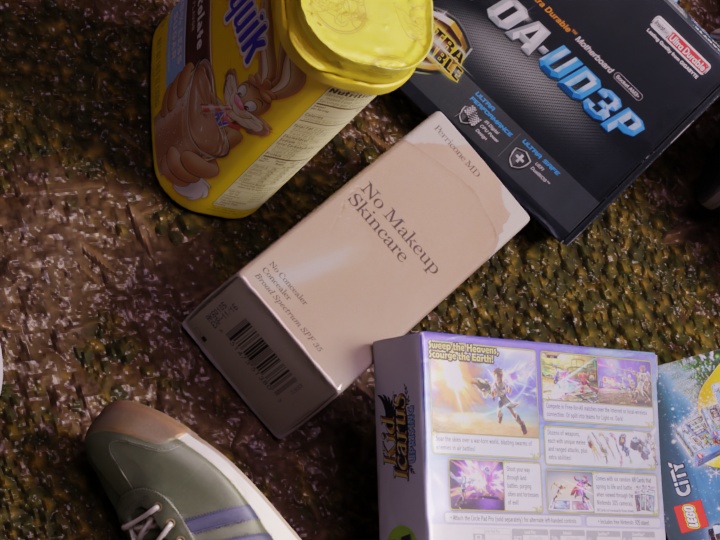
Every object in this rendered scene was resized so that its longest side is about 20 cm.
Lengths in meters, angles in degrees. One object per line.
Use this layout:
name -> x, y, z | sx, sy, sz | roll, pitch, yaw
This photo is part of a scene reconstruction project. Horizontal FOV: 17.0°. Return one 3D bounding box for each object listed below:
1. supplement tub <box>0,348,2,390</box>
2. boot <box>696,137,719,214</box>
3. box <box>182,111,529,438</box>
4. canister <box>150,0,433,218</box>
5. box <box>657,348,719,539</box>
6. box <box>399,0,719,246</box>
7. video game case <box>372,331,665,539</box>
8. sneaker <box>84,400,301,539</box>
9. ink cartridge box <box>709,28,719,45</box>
supplement tub -> -0.287, 0.068, 1.168 | 0.145, 0.145, 0.200 | 49, 51, -1
boot -> 0.327, -0.067, 1.668 | 0.151, 0.073, 0.200 | 43, 44, -3
box -> 0.000, 0.000, 1.425 | 0.095, 0.078, 0.200 | 49, 51, -1
canister -> -0.046, -0.133, 1.388 | 0.086, 0.200, 0.149 | 11, 60, -27
box -> 0.252, 0.143, 1.487 | 0.136, 0.038, 0.200 | -15, 71, 2
box -> 0.115, -0.140, 1.523 | 0.200, 0.159, 0.046 | 44, 14, -5
video game case -> 0.095, 0.133, 1.390 | 0.200, 0.045, 0.182 | 7, 78, -41
sneaker -> -0.083, 0.165, 1.293 | 0.200, 0.067, 0.090 | 45, 46, -8
ink cartridge box -> 0.339, -0.095, 1.582 | 0.165, 0.075, 0.200 | -28, 110, -18
